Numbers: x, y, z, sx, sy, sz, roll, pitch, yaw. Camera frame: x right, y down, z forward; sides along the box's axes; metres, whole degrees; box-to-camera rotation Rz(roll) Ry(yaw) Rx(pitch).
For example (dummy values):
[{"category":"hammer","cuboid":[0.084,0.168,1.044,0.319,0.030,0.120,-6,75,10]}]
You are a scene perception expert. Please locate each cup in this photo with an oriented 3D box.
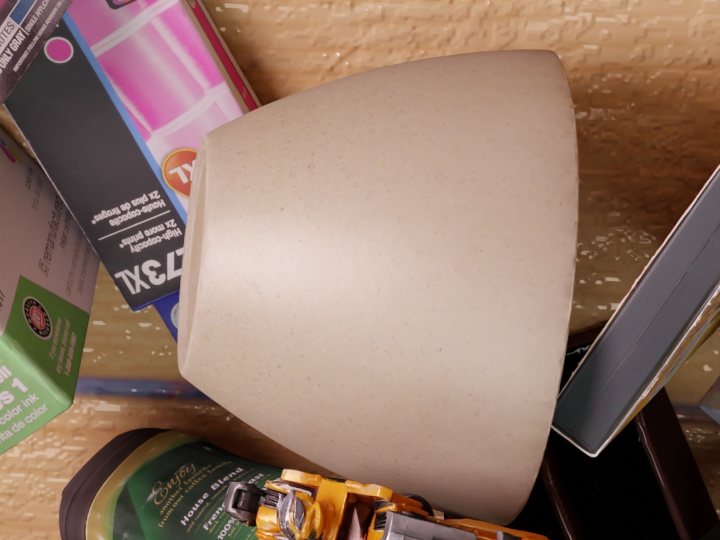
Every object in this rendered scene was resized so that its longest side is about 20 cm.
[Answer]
[{"category":"cup","cuboid":[0.000,0.000,1.201,0.143,0.200,0.201,6,122,-8]}]

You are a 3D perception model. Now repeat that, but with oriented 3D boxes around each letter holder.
[{"category":"letter holder","cuboid":[0.116,0.151,1.332,0.100,0.142,0.200,-18,119,13]}]

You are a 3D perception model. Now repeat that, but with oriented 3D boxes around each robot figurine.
[{"category":"robot figurine","cuboid":[0.039,0.127,1.159,0.200,0.145,0.058,21,79,-41]}]

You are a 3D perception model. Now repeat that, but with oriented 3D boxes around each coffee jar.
[{"category":"coffee jar","cuboid":[-0.049,0.135,1.308,0.200,0.085,0.104,11,138,48]}]

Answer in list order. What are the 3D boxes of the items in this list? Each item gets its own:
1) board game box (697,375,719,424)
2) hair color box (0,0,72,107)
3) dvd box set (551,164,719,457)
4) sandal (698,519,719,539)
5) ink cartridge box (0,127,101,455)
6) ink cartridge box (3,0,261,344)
[{"category":"board game box","cuboid":[0.282,0.044,1.256,0.199,0.041,0.200,41,83,-15]},{"category":"hair color box","cuboid":[-0.207,-0.156,1.155,0.200,0.100,0.060,41,157,-26]},{"category":"dvd box set","cuboid":[0.156,-0.015,1.200,0.029,0.200,0.146,37,118,9]},{"category":"sandal","cuboid":[0.208,0.111,1.306,0.200,0.043,0.076,-50,125,-15]},{"category":"ink cartridge box","cuboid":[-0.209,-0.027,1.230,0.084,0.145,0.200,-33,115,19]},{"category":"ink cartridge box","cuboid":[-0.086,-0.048,1.280,0.095,0.037,0.200,-22,121,14]}]
